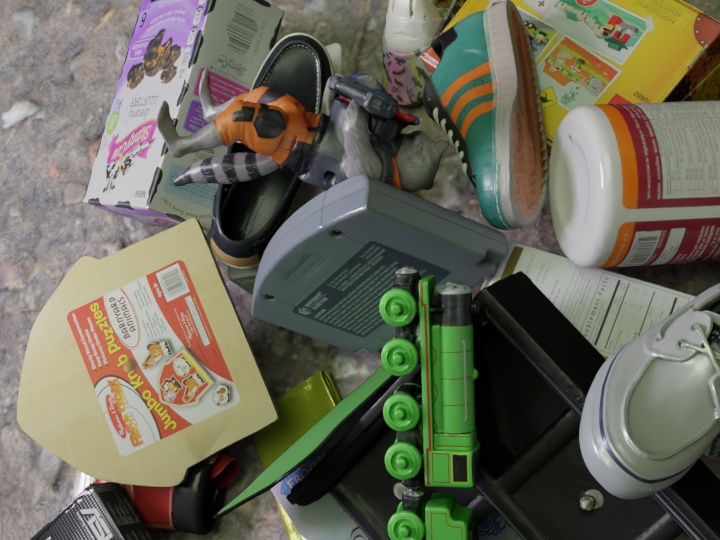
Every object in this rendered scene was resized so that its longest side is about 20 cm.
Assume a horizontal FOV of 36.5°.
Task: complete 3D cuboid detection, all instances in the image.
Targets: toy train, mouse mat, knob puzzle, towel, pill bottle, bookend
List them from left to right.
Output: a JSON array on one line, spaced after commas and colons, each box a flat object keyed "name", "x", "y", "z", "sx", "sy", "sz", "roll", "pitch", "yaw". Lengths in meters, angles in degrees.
[{"name": "knob puzzle", "x": -0.185, "y": 0.081, "z": 0.886, "sx": 0.217, "sy": 0.030, "sz": 0.223, "roll": -1, "pitch": 85, "yaw": 6}, {"name": "towel", "x": -0.027, "y": 0.183, "z": 0.865, "sx": 0.085, "sy": 0.018, "sz": 0.201, "roll": -30, "pitch": 61, "yaw": 10}, {"name": "mouse mat", "x": -0.013, "y": 0.100, "z": 0.767, "sx": 0.200, "sy": 0.161, "sz": 0.008, "roll": -41, "pitch": 89, "yaw": -30}, {"name": "toy train", "x": 0.043, "y": 0.099, "z": 0.642, "sx": 0.056, "sy": 0.042, "sz": 0.203, "roll": 0, "pitch": 97, "yaw": 14}, {"name": "bookend", "x": 0.093, "y": 0.143, "z": 0.698, "sx": 0.199, "sy": 0.092, "sz": 0.200, "roll": 48, "pitch": 111, "yaw": 11}, {"name": "pill bottle", "x": 0.238, "y": -0.061, "z": 0.748, "sx": 0.197, "sy": 0.110, "sz": 0.111, "roll": -3, "pitch": 66, "yaw": -10}]

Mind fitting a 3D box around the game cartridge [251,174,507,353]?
[{"name": "game cartridge", "x": 0.000, "y": 0.000, "z": 0.803, "sx": 0.200, "sy": 0.132, "sz": 0.041, "roll": -40, "pitch": 39, "yaw": 53}]

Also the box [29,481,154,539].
[{"name": "box", "x": -0.205, "y": 0.295, "z": 0.855, "sx": 0.160, "sy": 0.044, "sz": 0.201, "roll": -41, "pitch": 72, "yaw": 11}]

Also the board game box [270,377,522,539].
[{"name": "board game box", "x": 0.060, "y": 0.170, "z": 0.803, "sx": 0.199, "sy": 0.043, "sz": 0.199, "roll": -38, "pitch": 61, "yaw": -2}]

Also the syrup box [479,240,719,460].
[{"name": "syrup box", "x": 0.180, "y": 0.056, "z": 0.761, "sx": 0.198, "sy": 0.079, "sz": 0.082, "roll": 17, "pitch": 64, "yaw": 19}]

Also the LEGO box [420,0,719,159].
[{"name": "LEGO box", "x": 0.172, "y": -0.164, "z": 0.874, "sx": 0.200, "sy": 0.077, "sz": 0.149, "roll": 41, "pitch": 91, "yaw": 31}]

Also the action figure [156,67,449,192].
[{"name": "action figure", "x": -0.032, "y": -0.095, "z": 0.794, "sx": 0.191, "sy": 0.200, "sz": 0.106, "roll": 12, "pitch": 99, "yaw": 3}]

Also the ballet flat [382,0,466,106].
[{"name": "ballet flat", "x": 0.064, "y": -0.245, "z": 0.958, "sx": 0.069, "sy": 0.071, "sz": 0.202, "roll": 22, "pitch": 81, "yaw": 28}]

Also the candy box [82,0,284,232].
[{"name": "candy box", "x": -0.161, "y": -0.141, "z": 0.964, "sx": 0.167, "sy": 0.071, "sz": 0.202, "roll": 8, "pitch": 81, "yaw": 57}]

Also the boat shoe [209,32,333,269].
[{"name": "boat shoe", "x": -0.070, "y": -0.100, "z": 0.878, "sx": 0.074, "sy": 0.062, "sz": 0.202, "roll": 20, "pitch": 81, "yaw": 1}]

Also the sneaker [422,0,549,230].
[{"name": "sneaker", "x": 0.088, "y": -0.108, "z": 0.804, "sx": 0.079, "sy": 0.071, "sz": 0.202, "roll": -18, "pitch": 50, "yaw": 26}]

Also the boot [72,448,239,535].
[{"name": "boot", "x": -0.165, "y": 0.120, "z": 0.923, "sx": 0.143, "sy": 0.072, "sz": 0.203, "roll": -6, "pitch": 76, "yaw": 21}]

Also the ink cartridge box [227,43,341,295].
[{"name": "ink cartridge box", "x": -0.051, "y": -0.085, "z": 0.951, "sx": 0.115, "sy": 0.067, "sz": 0.203, "roll": -10, "pitch": 68, "yaw": 21}]

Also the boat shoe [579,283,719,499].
[{"name": "boat shoe", "x": 0.194, "y": 0.050, "z": 0.629, "sx": 0.073, "sy": 0.067, "sz": 0.200, "roll": 43, "pitch": 48, "yaw": 7}]
